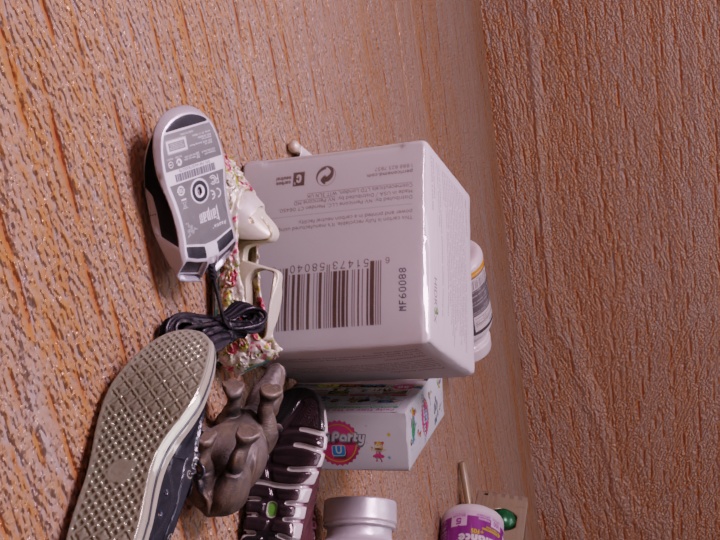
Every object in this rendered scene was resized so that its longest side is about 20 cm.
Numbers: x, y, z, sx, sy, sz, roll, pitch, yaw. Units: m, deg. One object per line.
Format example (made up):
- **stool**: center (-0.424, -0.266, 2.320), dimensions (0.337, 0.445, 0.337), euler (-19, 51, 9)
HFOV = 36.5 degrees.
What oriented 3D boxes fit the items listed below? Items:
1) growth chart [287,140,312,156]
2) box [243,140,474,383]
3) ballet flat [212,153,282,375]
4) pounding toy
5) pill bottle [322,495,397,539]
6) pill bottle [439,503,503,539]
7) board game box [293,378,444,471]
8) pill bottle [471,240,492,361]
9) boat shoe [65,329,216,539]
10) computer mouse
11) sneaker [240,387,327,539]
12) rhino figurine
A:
- **growth chart**: center (-0.054, -0.042, 1.260), dimensions (0.145, 0.017, 0.203), euler (4, 81, -74)
- **box**: center (0.000, 0.000, 1.086), dimensions (0.171, 0.196, 0.203), euler (37, 51, -64)
- **ballet flat**: center (-0.101, -0.008, 0.983), dimensions (0.076, 0.063, 0.203), euler (-3, 89, -74)
- **pounding toy**: center (0.239, 0.502, 2.060), dimensions (0.185, 0.140, 0.203), euler (-63, 156, -62)
- **pill bottle**: center (-0.004, 0.350, 1.170), dimensions (0.112, 0.111, 0.203), euler (51, 37, -65)
- **pill bottle**: center (0.184, 0.507, 1.838), dimensions (0.113, 0.111, 0.202), euler (70, 21, -45)
- **board game box**: center (0.001, 0.152, 1.172), dimensions (0.200, 0.145, 0.065), euler (-30, 117, -73)
- **pill bottle**: center (0.167, 0.055, 1.886), dimensions (0.117, 0.115, 0.202), euler (-73, 155, -54)
- **boat shoe**: center (-0.148, 0.131, 0.762), dimensions (0.063, 0.073, 0.202), euler (75, 23, -51)
- **computer mouse**: center (-0.135, -0.031, 0.880), dimensions (0.109, 0.043, 0.203), euler (-24, 110, -47)
- **sneaker**: center (-0.070, 0.222, 1.053), dimensions (0.116, 0.075, 0.203), euler (65, 35, -65)
- **rhino figurine**: center (-0.101, 0.139, 0.948), dimensions (0.200, 0.059, 0.089), euler (-58, 162, -67)
